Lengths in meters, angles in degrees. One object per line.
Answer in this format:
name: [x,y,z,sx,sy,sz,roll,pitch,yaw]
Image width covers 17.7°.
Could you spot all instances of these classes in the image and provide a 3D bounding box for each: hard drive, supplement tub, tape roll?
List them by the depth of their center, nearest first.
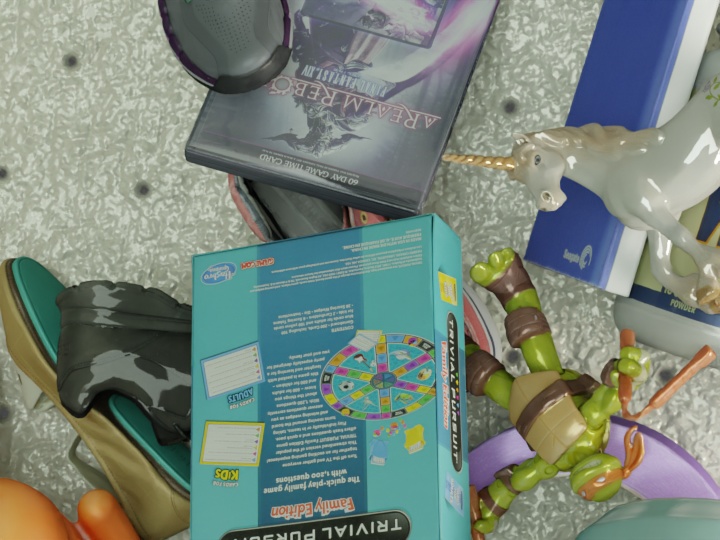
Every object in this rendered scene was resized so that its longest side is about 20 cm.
supplement tub: [0.236,-0.040,1.304,0.144,0.145,0.201,17,93,10]
hard drive: [0.152,-0.091,1.329,0.025,0.132,0.201,16,93,-16]
tape roll: [0.128,0.185,1.363,0.199,0.066,0.201,0,89,10]

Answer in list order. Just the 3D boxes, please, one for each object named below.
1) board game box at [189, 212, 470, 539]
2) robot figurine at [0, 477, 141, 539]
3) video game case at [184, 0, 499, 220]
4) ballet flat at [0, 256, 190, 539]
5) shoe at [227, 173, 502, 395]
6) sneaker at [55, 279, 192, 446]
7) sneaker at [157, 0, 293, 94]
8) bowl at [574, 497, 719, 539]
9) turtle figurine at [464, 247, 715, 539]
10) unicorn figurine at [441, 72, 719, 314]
board game box: [-0.018,0.080,1.276,0.150,0.047,0.201,-9,68,22]
robot figurine: [-0.202,0.200,1.353,0.143,0.200,0.117,-11,47,19]
video game case: [-0.003,-0.130,1.363,0.142,0.019,0.201,16,61,9]
ballet flat: [-0.171,0.084,1.417,0.063,0.069,0.200,-42,81,22]
shoe: [0.000,0.000,1.372,0.200,0.091,0.071,45,97,7]
sneaker: [-0.086,0.063,1.380,0.199,0.076,0.091,7,77,-1]
sneaker: [-0.100,-0.190,1.349,0.074,0.088,0.200,-27,50,4]
bowl: [0.183,0.186,1.239,0.200,0.201,0.105,2,71,10]
turtle figurine: [0.109,0.067,1.298,0.200,0.064,0.162,-51,59,31]
unicorn figurine: [0.168,-0.050,1.227,0.200,0.074,0.138,-33,69,4]
